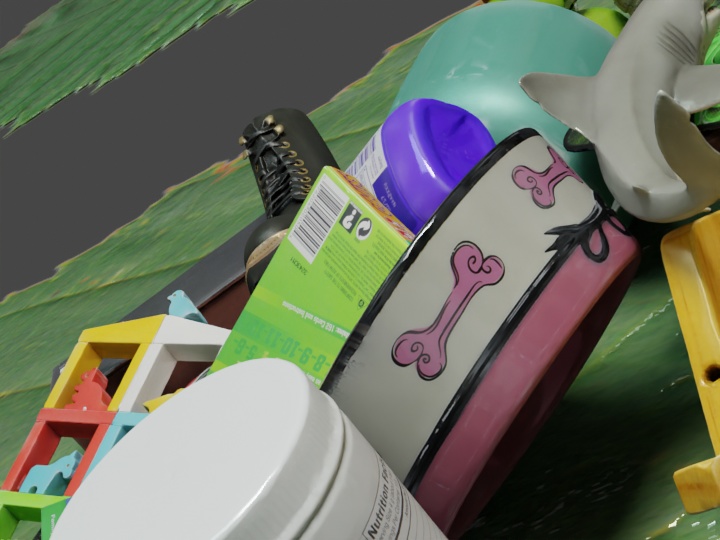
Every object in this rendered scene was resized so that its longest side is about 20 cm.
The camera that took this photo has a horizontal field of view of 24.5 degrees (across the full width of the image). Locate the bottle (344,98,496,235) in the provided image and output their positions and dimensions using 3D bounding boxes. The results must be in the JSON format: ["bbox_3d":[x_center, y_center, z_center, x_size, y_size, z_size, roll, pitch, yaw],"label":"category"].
[{"bbox_3d":[0.000,0.000,0.884,0.200,0.065,0.084,-50,42,36],"label":"bottle"}]

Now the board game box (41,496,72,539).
[{"bbox_3d":[-0.089,0.191,0.766,0.135,0.034,0.201,-23,59,29],"label":"board game box"}]

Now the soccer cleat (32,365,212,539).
[{"bbox_3d":[-0.131,0.137,1.040,0.200,0.068,0.073,-47,0,-8],"label":"soccer cleat"}]

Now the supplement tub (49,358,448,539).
[{"bbox_3d":[-0.014,0.148,0.648,0.132,0.200,0.132,-32,24,16],"label":"supplement tub"}]

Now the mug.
[{"bbox_3d":[0.086,-0.046,0.951,0.151,0.186,0.115,7,41,16],"label":"mug"}]

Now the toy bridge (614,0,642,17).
[{"bbox_3d":[0.170,-0.176,0.939,0.067,0.027,0.200,-48,-5,-6],"label":"toy bridge"}]

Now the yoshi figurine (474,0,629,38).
[{"bbox_3d":[0.120,-0.116,1.033,0.200,0.111,0.113,103,165,-73],"label":"yoshi figurine"}]

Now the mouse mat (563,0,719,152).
[{"bbox_3d":[0.202,-0.133,0.836,0.160,0.008,0.200,-6,40,51],"label":"mouse mat"}]

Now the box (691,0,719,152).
[{"bbox_3d":[0.219,-0.090,0.865,0.075,0.100,0.200,-29,25,23],"label":"box"}]

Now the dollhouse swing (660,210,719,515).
[{"bbox_3d":[0.200,-0.009,0.619,0.199,0.175,0.183,-25,63,30],"label":"dollhouse swing"}]

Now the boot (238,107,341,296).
[{"bbox_3d":[-0.049,-0.045,1.027,0.077,0.139,0.200,-35,-12,11],"label":"boot"}]

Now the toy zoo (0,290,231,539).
[{"bbox_3d":[-0.145,0.097,1.004,0.131,0.020,0.201,-1,51,34],"label":"toy zoo"}]

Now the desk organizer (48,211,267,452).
[{"bbox_3d":[-0.111,0.053,1.127,0.200,0.077,0.072,-36,22,9],"label":"desk organizer"}]

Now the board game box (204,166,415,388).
[{"bbox_3d":[-0.037,0.057,0.822,0.201,0.030,0.096,-58,41,12],"label":"board game box"}]

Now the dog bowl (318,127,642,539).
[{"bbox_3d":[0.052,0.040,0.742,0.200,0.074,0.200,-53,-12,-17],"label":"dog bowl"}]

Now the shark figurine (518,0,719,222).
[{"bbox_3d":[0.113,-0.064,0.713,0.129,0.089,0.215,-60,10,27],"label":"shark figurine"}]
